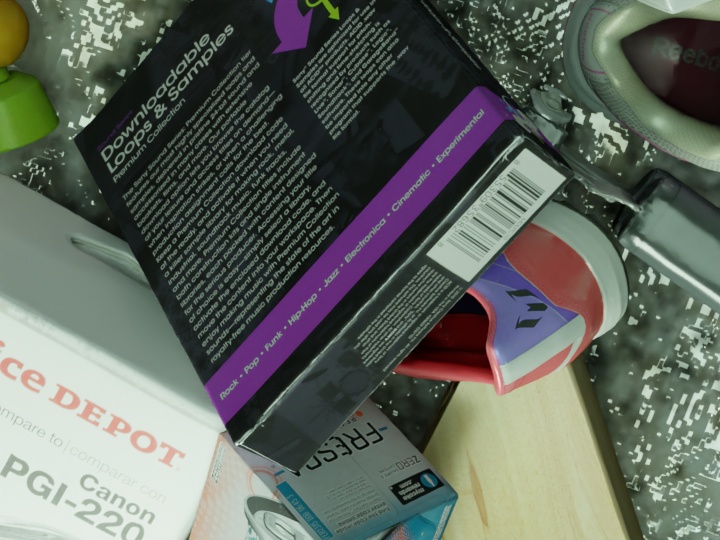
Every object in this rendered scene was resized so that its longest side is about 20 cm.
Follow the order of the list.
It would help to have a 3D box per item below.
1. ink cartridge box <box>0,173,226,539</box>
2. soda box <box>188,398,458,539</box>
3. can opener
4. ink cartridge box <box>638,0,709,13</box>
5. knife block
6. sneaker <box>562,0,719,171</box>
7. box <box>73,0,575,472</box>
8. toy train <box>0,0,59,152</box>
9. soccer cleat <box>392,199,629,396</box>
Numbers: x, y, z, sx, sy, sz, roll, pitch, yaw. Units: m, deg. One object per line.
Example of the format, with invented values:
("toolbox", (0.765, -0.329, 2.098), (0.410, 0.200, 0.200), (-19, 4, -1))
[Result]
("ink cartridge box", (-0.140, 0.082, 0.853), (0.146, 0.085, 0.200), (29, 114, -5))
("soda box", (-0.030, 0.138, 0.831), (0.068, 0.064, 0.200), (45, 139, 28))
("can opener", (0.111, -0.009, 0.847), (0.200, 0.053, 0.067), (30, 102, -3))
("ink cartridge box", (0.165, -0.193, 0.753), (0.200, 0.083, 0.145), (-21, 109, -7))
("knife block", (0.092, 0.122, 0.869), (0.175, 0.064, 0.200), (26, 102, 0))
("sneaker", (0.166, -0.062, 0.800), (0.200, 0.088, 0.082), (10, 102, 13))
("box", (-0.022, -0.042, 0.793), (0.143, 0.200, 0.036), (-47, 132, 13))
("toy train", (-0.145, -0.097, 0.838), (0.200, 0.085, 0.116), (-14, 110, 15))
("soccer cleat", (0.000, 0.000, 0.808), (0.200, 0.073, 0.068), (13, 128, 39))
